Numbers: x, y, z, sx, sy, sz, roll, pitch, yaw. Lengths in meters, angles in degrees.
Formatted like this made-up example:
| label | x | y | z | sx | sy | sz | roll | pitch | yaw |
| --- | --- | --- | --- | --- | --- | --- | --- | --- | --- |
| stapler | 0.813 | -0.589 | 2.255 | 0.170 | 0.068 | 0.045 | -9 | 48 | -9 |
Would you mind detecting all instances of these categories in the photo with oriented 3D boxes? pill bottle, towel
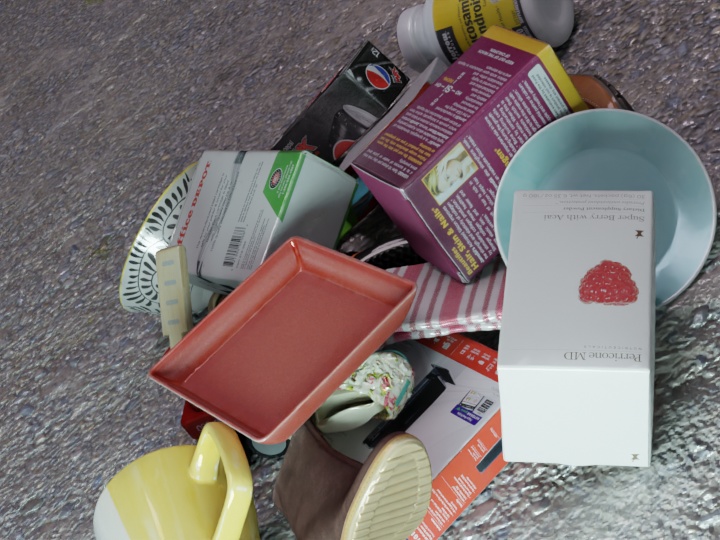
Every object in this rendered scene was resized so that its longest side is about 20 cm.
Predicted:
| label | x | y | z | sx | sy | sz | roll | pitch | yaw |
| --- | --- | --- | --- | --- | --- | --- | --- | --- | --- |
| pill bottle | 0.145 | -0.297 | 1.851 | 0.199 | 0.112 | 0.112 | -13 | 37 | 38 |
| towel | 0.068 | 0.031 | 1.472 | 0.198 | 0.030 | 0.147 | -9 | 21 | 17 |

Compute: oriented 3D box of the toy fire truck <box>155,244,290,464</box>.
| label | x | y | z | sx | sy | sz | roll | pitch | yaw |
| --- | --- | --- | --- | --- | --- | --- | --- | --- | --- |
| toy fire truck | -0.118 | 0.071 | 1.526 | 0.175 | 0.200 | 0.129 | -24 | 32 | 23 |

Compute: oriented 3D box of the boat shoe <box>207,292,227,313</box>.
| label | x | y | z | sx | sy | sz | roll | pitch | yaw |
| --- | --- | --- | --- | --- | --- | --- | --- | --- | --- |
| boat shoe | -0.088 | -0.011 | 1.751 | 0.068 | 0.072 | 0.201 | 13 | 68 | 55 |

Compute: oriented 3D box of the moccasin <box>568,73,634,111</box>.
| label | x | y | z | sx | sy | sz | roll | pitch | yaw |
| --- | --- | --- | --- | --- | --- | --- | --- | --- | --- |
| moccasin | 0.218 | -0.166 | 1.626 | 0.078 | 0.074 | 0.201 | -48 | 32 | -6 |

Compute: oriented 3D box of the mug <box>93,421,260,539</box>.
| label | x | y | z | sx | sy | sz | roll | pitch | yaw |
| --- | --- | --- | --- | --- | --- | --- | --- | --- | --- |
| mug | -0.152 | 0.245 | 1.356 | 0.148 | 0.188 | 0.153 | -19 | 37 | -8 |

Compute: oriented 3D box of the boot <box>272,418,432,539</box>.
| label | x | y | z | sx | sy | sz | roll | pitch | yaw |
| --- | --- | --- | --- | --- | --- | --- | --- | --- | --- |
| boot | -0.019 | 0.174 | 1.290 | 0.072 | 0.201 | 0.167 | -4 | 37 | -30 |

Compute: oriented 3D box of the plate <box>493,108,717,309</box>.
| label | x | y | z | sx | sy | sz | roll | pitch | yaw |
| --- | --- | --- | --- | --- | --- | --- | --- | --- | --- |
| plate | 0.220 | -0.048 | 1.408 | 0.198 | 0.026 | 0.202 | -3 | 74 | 10 |

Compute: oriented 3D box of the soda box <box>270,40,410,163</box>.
| label | x | y | z | sx | sy | sz | roll | pitch | yaw |
| --- | --- | --- | --- | --- | --- | --- | --- | --- | --- |
| soda box | -0.026 | -0.182 | 1.842 | 0.063 | 0.071 | 0.200 | -53 | 8 | -37 |

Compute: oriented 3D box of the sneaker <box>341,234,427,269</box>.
| label | x | y | z | sx | sy | sz | roll | pitch | yaw |
| --- | --- | --- | --- | --- | --- | --- | --- | --- | --- |
| sneaker | 0.000 | 0.000 | 1.631 | 0.199 | 0.070 | 0.090 | -30 | 33 | 17 |

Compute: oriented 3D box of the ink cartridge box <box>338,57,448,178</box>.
| label | x | y | z | sx | sy | sz | roll | pitch | yaw |
| --- | --- | --- | --- | --- | --- | --- | --- | --- | --- |
| ink cartridge box | 0.036 | -0.146 | 1.723 | 0.163 | 0.057 | 0.200 | -45 | 11 | 20 |

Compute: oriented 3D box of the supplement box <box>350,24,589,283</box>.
| label | x | y | z | sx | sy | sz | roll | pitch | yaw |
| --- | --- | --- | --- | --- | --- | --- | --- | --- | --- |
| supplement box | 0.113 | -0.111 | 1.473 | 0.200 | 0.131 | 0.103 | -44 | 34 | -9 |

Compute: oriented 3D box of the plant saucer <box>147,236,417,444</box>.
| label | x | y | z | sx | sy | sz | roll | pitch | yaw |
| --- | --- | --- | --- | --- | --- | --- | --- | --- | --- |
| plant saucer | -0.066 | 0.066 | 1.399 | 0.200 | 0.037 | 0.199 | -44 | 36 | -19 |

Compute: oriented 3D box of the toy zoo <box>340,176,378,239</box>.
| label | x | y | z | sx | sy | sz | roll | pitch | yaw |
| --- | --- | --- | --- | --- | --- | --- | --- | --- | --- |
| toy zoo | 0.027 | -0.105 | 1.714 | 0.200 | 0.020 | 0.131 | -43 | -7 | -2 |

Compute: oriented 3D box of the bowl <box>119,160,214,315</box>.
| label | x | y | z | sx | sy | sz | roll | pitch | yaw |
| --- | --- | --- | --- | --- | --- | --- | --- | --- | --- |
| bowl | -0.183 | -0.018 | 1.799 | 0.094 | 0.201 | 0.201 | 30 | 62 | 12 |

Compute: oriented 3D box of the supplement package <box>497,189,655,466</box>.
| label | x | y | z | sx | sy | sz | roll | pitch | yaw |
| --- | --- | --- | --- | --- | --- | --- | --- | --- | --- |
| supplement package | 0.179 | 0.044 | 1.272 | 0.120 | 0.120 | 0.201 | 1 | 46 | 10 |

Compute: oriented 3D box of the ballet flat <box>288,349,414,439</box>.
| label | x | y | z | sx | sy | sz | roll | pitch | yaw |
| --- | --- | --- | --- | --- | --- | --- | --- | --- | --- |
| ballet flat | -0.040 | 0.119 | 1.407 | 0.199 | 0.076 | 0.064 | -18 | 42 | 35 |

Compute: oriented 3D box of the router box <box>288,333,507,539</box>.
| label | x | y | z | sx | sy | sz | roll | pitch | yaw |
| --- | --- | --- | --- | --- | --- | --- | --- | --- | --- |
| router box | 0.053 | 0.140 | 1.396 | 0.179 | 0.049 | 0.200 | -45 | 30 | -13 |

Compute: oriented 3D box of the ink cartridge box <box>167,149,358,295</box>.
| label | x | y | z | sx | sy | sz | roll | pitch | yaw |
| --- | --- | --- | --- | --- | --- | --- | --- | --- | --- |
| ink cartridge box | -0.109 | -0.047 | 1.644 | 0.199 | 0.083 | 0.148 | 8 | 76 | 54 |
